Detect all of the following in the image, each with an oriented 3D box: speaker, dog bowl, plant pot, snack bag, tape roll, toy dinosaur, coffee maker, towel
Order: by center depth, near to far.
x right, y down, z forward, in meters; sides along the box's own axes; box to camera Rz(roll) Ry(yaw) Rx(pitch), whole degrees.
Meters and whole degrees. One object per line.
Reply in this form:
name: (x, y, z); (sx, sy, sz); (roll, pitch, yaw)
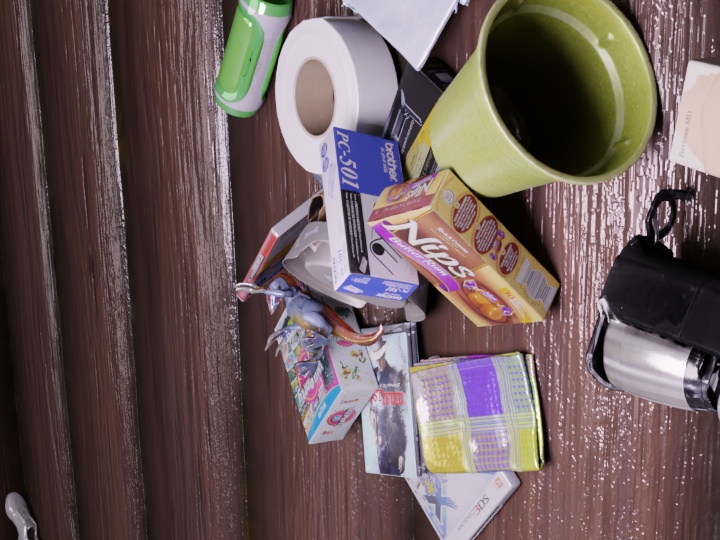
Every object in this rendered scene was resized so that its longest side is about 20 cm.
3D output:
coffee maker: (0.316, 0.043, 0.851); (0.198, 0.133, 0.197); (20, 114, 50)
plant pot: (0.164, -0.161, 0.991); (0.184, 0.197, 0.205); (-28, 75, 66)
snack bag: (0.070, -0.363, 1.162); (0.189, 0.021, 0.202); (49, 121, 34)
towel: (0.139, 0.178, 1.204); (0.198, 0.022, 0.147); (-12, 83, 48)
dog bowl: (0.000, 0.000, 1.255); (0.198, 0.198, 0.060); (3, 67, 54)
tape roll: (-0.035, -0.234, 1.308); (0.201, 0.070, 0.207); (20, 114, 52)
toy dinosaur: (-0.077, 0.066, 1.370); (0.183, 0.195, 0.107); (-101, 12, -53)
speaker: (-0.164, -0.335, 1.485); (0.089, 0.087, 0.202); (55, 138, 30)

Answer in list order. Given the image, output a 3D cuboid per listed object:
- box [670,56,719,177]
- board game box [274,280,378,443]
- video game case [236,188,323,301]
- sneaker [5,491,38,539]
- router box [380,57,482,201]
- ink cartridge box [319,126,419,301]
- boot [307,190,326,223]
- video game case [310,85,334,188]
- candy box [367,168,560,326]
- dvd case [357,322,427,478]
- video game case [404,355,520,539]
box: (0.361, -0.109, 0.795); (0.199, 0.077, 0.097); (29, 122, 48)
board game box: (-0.054, 0.126, 1.434); (0.148, 0.063, 0.203); (-60, 42, 45)
video game case: (-0.102, -0.043, 1.404); (0.017, 0.143, 0.200); (44, 145, 6)
sneaker: (-1.049, 0.784, 3.060); (0.080, 0.070, 0.203); (-36, 75, 42)
router box: (0.088, -0.133, 1.201); (0.158, 0.051, 0.202); (51, 136, 34)
ink cartridge box: (0.008, -0.068, 1.154); (0.044, 0.092, 0.204); (-46, 42, 48)
boot: (-0.042, -0.064, 1.343); (0.075, 0.074, 0.201); (64, 162, 20)
video game case: (-0.022, -0.197, 1.373); (0.144, 0.019, 0.202); (53, 136, 33)
candy box: (0.115, -0.020, 1.087); (0.199, 0.057, 0.116); (41, 154, -25)
dvd case: (0.040, 0.178, 1.343); (0.145, 0.022, 0.205); (-13, 79, 61)
video game case: (0.112, 0.247, 1.290); (0.202, 0.022, 0.184); (57, 139, 29)
